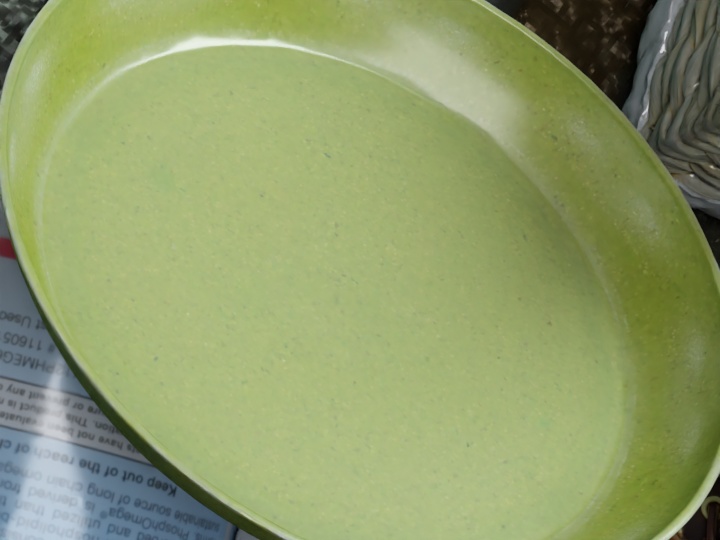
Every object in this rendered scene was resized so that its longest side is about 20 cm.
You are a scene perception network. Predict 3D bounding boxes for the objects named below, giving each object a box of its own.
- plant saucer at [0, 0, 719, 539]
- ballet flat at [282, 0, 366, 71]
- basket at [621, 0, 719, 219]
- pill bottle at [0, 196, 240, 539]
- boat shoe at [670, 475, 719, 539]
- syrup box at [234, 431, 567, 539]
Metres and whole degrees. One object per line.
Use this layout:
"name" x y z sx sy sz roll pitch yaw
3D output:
"plant saucer" 0.000 0.000 0.695 0.200 0.031 0.200 17 47 -20
"ballet flat" 0.004 -0.146 0.805 0.071 0.069 0.200 25 74 7
"basket" 0.209 -0.091 0.800 0.200 0.161 0.199 21 79 -14
"pill bottle" -0.091 0.084 0.730 0.109 0.109 0.200 16 81 -13
"boat shoe" 0.106 0.070 0.804 0.200 0.070 0.070 -35 98 -14
"syrup box" -0.004 0.138 0.714 0.081 0.079 0.200 11 63 21
